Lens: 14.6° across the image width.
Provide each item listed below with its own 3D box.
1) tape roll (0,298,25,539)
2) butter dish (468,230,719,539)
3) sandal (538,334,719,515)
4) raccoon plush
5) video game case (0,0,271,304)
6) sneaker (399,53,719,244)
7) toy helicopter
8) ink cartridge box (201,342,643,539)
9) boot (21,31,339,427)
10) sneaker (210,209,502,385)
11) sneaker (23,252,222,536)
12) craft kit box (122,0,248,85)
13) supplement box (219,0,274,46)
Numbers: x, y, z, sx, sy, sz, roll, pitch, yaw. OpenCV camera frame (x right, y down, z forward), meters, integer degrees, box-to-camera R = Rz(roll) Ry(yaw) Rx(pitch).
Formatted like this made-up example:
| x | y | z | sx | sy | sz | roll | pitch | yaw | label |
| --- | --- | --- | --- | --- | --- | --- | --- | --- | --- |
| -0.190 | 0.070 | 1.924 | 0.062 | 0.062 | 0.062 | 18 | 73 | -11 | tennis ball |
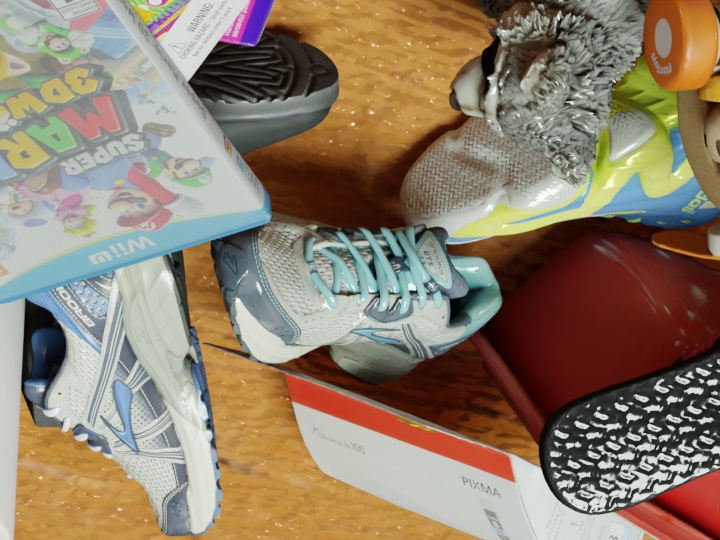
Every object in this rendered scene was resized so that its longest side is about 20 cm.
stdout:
| x | y | z | sx | sy | sz | roll | pitch | yaw | label |
| --- | --- | --- | --- | --- | --- | --- | --- | --- | --- |
| -0.259 | 0.066 | 1.318 | 0.201 | 0.140 | 0.203 | 0 | 151 | 0 | tape roll |
| 0.169 | 0.048 | 1.433 | 0.200 | 0.200 | 0.148 | 32 | 103 | -30 | butter dish |
| 0.177 | 0.061 | 1.328 | 0.199 | 0.045 | 0.076 | -16 | 95 | -5 | sandal |
| 0.127 | -0.133 | 1.305 | 0.200 | 0.134 | 0.097 | -36 | 128 | 15 | raccoon plush |
| -0.141 | -0.059 | 1.200 | 0.142 | 0.018 | 0.200 | -17 | 144 | 14 | video game case |
| 0.124 | -0.043 | 1.416 | 0.199 | 0.076 | 0.105 | -21 | 137 | 10 | sneaker |
| 0.185 | -0.032 | 1.247 | 0.078 | 0.200 | 0.133 | -4 | 129 | -20 | toy helicopter |
| 0.028 | 0.099 | 1.422 | 0.200 | 0.160 | 0.048 | 25 | 85 | -48 | ink cartridge box |
| -0.093 | -0.016 | 1.385 | 0.164 | 0.066 | 0.201 | -2 | 126 | -5 | boot |
| 0.000 | 0.000 | 1.349 | 0.086 | 0.078 | 0.200 | -21 | 164 | 25 | sneaker |
| -0.118 | 0.052 | 1.363 | 0.085 | 0.077 | 0.201 | -11 | 128 | 0 | sneaker |
| -0.176 | -0.097 | 1.192 | 0.197 | 0.049 | 0.200 | 16 | 140 | -24 | craft kit box |
| -0.129 | -0.180 | 1.223 | 0.199 | 0.101 | 0.104 | 10 | 127 | -21 | supplement box |
